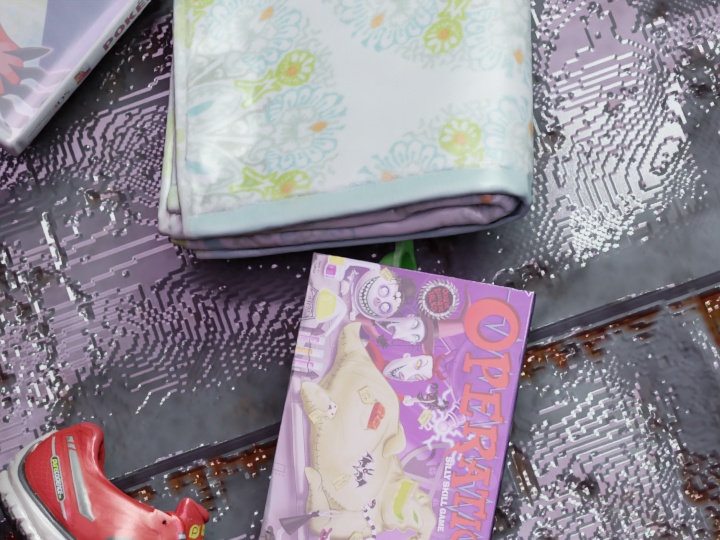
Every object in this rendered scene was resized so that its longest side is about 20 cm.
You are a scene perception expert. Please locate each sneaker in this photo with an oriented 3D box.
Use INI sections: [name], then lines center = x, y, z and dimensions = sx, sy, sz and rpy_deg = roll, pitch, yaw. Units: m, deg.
[sneaker]
center = -0.105, 0.158, 1.476
dimensions = 0.085, 0.077, 0.200
rpy_deg = -38, 75, -9

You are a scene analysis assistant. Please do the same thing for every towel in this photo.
[towel]
center = -0.008, -0.094, 1.527
dimensions = 0.200, 0.048, 0.171
rpy_deg = -6, 61, 11

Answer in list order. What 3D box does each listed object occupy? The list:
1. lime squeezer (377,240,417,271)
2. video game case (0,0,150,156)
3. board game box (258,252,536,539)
[lime squeezer]
center = 0.000, 0.000, 1.532
dimensions = 0.071, 0.038, 0.200
rpy_deg = -38, 75, -7
[video game case]
center = -0.202, -0.188, 1.551
dimensions = 0.200, 0.023, 0.182
rpy_deg = 37, 82, 15
[board game box]
center = 0.015, 0.099, 1.489
dimensions = 0.120, 0.032, 0.200
rpy_deg = 10, 86, 4
